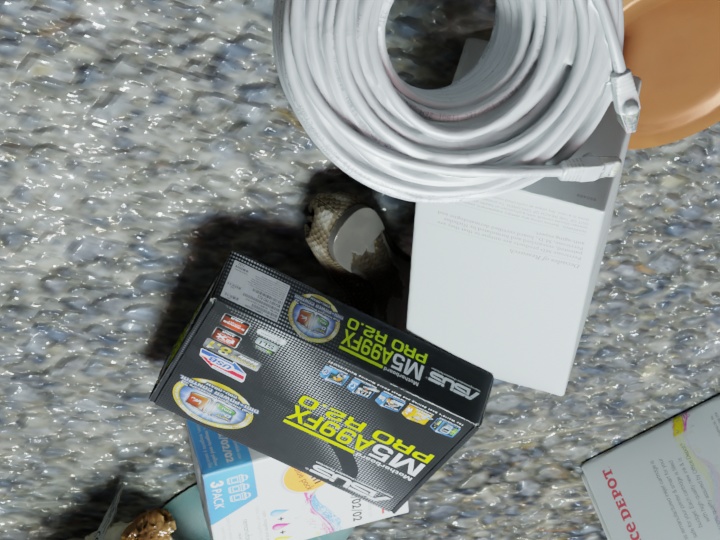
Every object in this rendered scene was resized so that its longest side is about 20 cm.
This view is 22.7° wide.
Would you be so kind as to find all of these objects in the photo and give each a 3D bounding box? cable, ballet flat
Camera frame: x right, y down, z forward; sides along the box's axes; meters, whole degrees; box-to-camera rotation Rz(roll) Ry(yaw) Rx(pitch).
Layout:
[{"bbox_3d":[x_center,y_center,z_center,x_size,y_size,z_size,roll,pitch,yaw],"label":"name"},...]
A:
[{"bbox_3d":[0.049,-0.137,0.991,0.199,0.069,0.201,-11,107,-13],"label":"cable"},{"bbox_3d":[0.000,0.000,1.250,0.067,0.046,0.200,-51,152,-11],"label":"ballet flat"}]

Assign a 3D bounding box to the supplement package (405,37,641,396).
[{"bbox_3d":[0.101,-0.031,1.155,0.117,0.117,0.200,14,143,9],"label":"supplement package"}]

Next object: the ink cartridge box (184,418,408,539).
[{"bbox_3d":[-0.028,0.144,1.391,0.199,0.068,0.115,-14,137,-9],"label":"ink cartridge box"}]

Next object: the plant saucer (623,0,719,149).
[{"bbox_3d":[0.199,-0.145,1.156,0.199,0.038,0.201,-14,145,-10],"label":"plant saucer"}]

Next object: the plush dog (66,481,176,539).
[{"bbox_3d":[-0.141,0.273,1.400,0.171,0.200,0.161,33,108,-27],"label":"plush dog"}]

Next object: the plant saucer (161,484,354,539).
[{"bbox_3d":[-0.086,0.230,1.513,0.200,0.039,0.201,-14,144,-10],"label":"plant saucer"}]

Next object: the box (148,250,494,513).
[{"bbox_3d":[-0.030,0.082,1.231,0.199,0.044,0.160,26,144,-8],"label":"box"}]

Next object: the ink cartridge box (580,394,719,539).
[{"bbox_3d":[0.316,0.201,1.583,0.199,0.148,0.086,-29,143,13],"label":"ink cartridge box"}]
